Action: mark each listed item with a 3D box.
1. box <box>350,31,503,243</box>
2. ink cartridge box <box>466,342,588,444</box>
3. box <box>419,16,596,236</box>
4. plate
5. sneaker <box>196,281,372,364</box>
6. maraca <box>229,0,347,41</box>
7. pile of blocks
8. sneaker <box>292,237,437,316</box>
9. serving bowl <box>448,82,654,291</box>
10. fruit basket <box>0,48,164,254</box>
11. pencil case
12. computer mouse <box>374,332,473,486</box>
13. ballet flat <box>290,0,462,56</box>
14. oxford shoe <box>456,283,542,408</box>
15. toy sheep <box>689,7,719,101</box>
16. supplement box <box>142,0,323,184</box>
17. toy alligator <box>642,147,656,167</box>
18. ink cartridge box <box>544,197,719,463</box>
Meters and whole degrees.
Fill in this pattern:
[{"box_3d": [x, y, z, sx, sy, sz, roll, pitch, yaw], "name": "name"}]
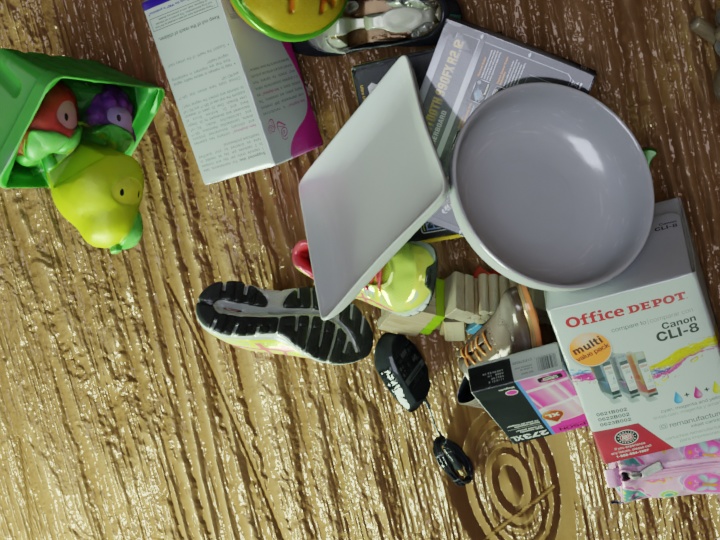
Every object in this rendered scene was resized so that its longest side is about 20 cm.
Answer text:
[{"box_3d": [0.090, -0.135, 1.269, 0.160, 0.049, 0.200, -9, 101, 16], "name": "box"}, {"box_3d": [0.185, 0.137, 1.249, 0.095, 0.200, 0.037, -17, 60, 16], "name": "ink cartridge box"}, {"box_3d": [0.126, -0.132, 1.211, 0.158, 0.048, 0.200, 22, 106, 7], "name": "box"}, {"box_3d": [0.014, -0.079, 1.180, 0.032, 0.200, 0.200, 19, 129, -31], "name": "plate"}, {"box_3d": [-0.085, 0.059, 1.339, 0.200, 0.090, 0.078, 15, 73, -10], "name": "sneaker"}, {"box_3d": [-0.060, -0.311, 1.197, 0.137, 0.200, 0.107, 47, 148, -20], "name": "maraca"}, {"box_3d": [0.119, 0.031, 1.305, 0.200, 0.082, 0.062, 0, 60, 3], "name": "pile of blocks"}, {"box_3d": [0.000, 0.000, 1.244, 0.200, 0.090, 0.078, 6, 86, 54], "name": "sneaker"}, {"box_3d": [0.170, -0.071, 1.126, 0.200, 0.066, 0.200, 4, 73, -15], "name": "serving bowl"}, {"box_3d": [-0.286, -0.127, 1.273, 0.216, 0.216, 0.156, 34, 108, 3], "name": "fruit basket"}, {"box_3d": [0.358, 0.197, 1.270, 0.200, 0.087, 0.088, -8, 101, 13], "name": "pencil case"}, {"box_3d": [0.068, 0.157, 1.345, 0.034, 0.059, 0.200, -21, 103, 33], "name": "computer mouse"}, {"box_3d": [0.004, -0.258, 1.247, 0.200, 0.073, 0.073, -1, 103, 13], "name": "ballet flat"}, {"box_3d": [0.140, 0.086, 1.247, 0.073, 0.071, 0.200, -7, 140, -9], "name": "oxford shoe"}, {"box_3d": [0.397, -0.242, 1.132, 0.138, 0.138, 0.200, 32, 103, 3], "name": "toy sheep"}, {"box_3d": [-0.130, -0.204, 1.261, 0.103, 0.101, 0.200, -13, 100, 33], "name": "supplement box"}, {"box_3d": [0.236, -0.047, 1.250, 0.200, 0.059, 0.054, -40, 92, 19], "name": "toy alligator"}, {"box_3d": [0.276, 0.058, 1.195, 0.145, 0.145, 0.200, -16, 118, 17], "name": "ink cartridge box"}]
